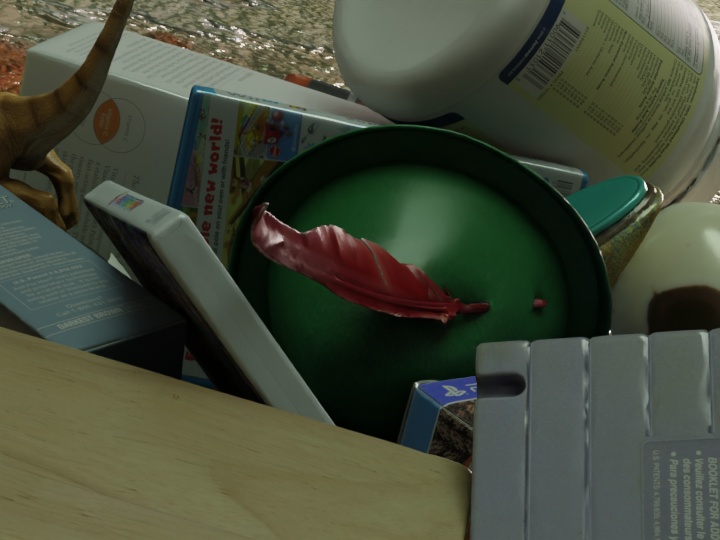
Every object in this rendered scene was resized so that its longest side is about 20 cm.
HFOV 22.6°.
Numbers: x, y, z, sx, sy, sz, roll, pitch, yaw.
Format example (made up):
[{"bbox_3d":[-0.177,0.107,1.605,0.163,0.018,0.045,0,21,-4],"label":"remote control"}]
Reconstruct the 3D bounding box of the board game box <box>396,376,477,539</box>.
[{"bbox_3d":[0.127,0.125,0.716,0.159,0.098,0.200,-3,27,-41],"label":"board game box"}]

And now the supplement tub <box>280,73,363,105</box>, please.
[{"bbox_3d":[0.032,-0.039,1.063,0.198,0.108,0.107,18,20,3],"label":"supplement tub"}]

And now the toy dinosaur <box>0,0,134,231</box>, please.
[{"bbox_3d":[-0.154,-0.059,0.801,0.199,0.107,0.060,-6,26,41],"label":"toy dinosaur"}]

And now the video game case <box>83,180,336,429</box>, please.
[{"bbox_3d":[-0.055,0.030,0.738,0.018,0.144,0.200,-36,14,-9],"label":"video game case"}]

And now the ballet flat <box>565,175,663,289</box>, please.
[{"bbox_3d":[0.059,0.023,0.857,0.199,0.071,0.071,-26,22,5],"label":"ballet flat"}]

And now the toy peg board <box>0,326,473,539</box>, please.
[{"bbox_3d":[-0.081,0.134,0.585,0.198,0.098,0.200,16,36,3],"label":"toy peg board"}]

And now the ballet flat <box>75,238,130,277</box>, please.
[{"bbox_3d":[-0.149,0.010,0.873,0.199,0.068,0.068,31,13,36],"label":"ballet flat"}]

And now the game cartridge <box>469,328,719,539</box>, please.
[{"bbox_3d":[0.098,0.115,0.584,0.128,0.038,0.202,-2,62,12],"label":"game cartridge"}]

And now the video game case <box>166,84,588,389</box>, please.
[{"bbox_3d":[0.000,0.000,0.886,0.198,0.144,0.018,11,13,-10],"label":"video game case"}]

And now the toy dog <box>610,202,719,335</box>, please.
[{"bbox_3d":[0.201,0.054,0.870,0.194,0.139,0.201,41,21,-27],"label":"toy dog"}]

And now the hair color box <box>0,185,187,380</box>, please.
[{"bbox_3d":[-0.157,0.027,0.759,0.060,0.100,0.199,-17,36,-40],"label":"hair color box"}]

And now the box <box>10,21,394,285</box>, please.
[{"bbox_3d":[-0.081,-0.040,0.960,0.198,0.125,0.098,19,20,8],"label":"box"}]

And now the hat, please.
[{"bbox_3d":[0.010,0.046,0.725,0.199,0.166,0.176,33,26,-13],"label":"hat"}]

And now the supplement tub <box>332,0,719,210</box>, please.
[{"bbox_3d":[0.098,-0.109,0.943,0.199,0.146,0.145,30,7,-39],"label":"supplement tub"}]
